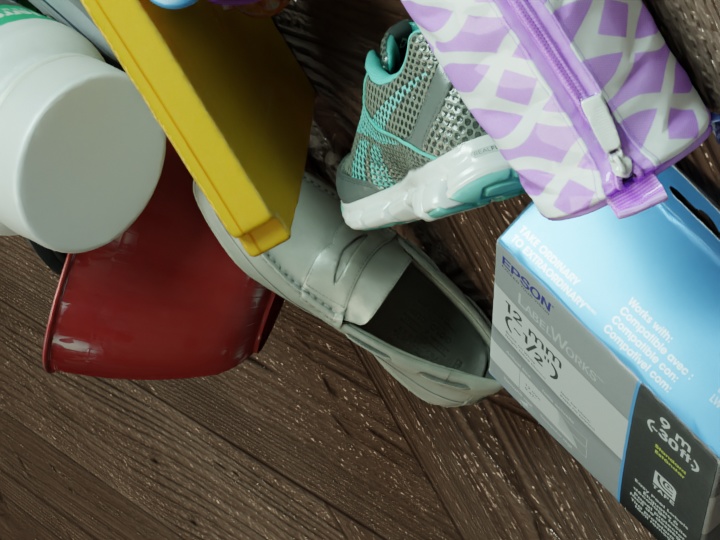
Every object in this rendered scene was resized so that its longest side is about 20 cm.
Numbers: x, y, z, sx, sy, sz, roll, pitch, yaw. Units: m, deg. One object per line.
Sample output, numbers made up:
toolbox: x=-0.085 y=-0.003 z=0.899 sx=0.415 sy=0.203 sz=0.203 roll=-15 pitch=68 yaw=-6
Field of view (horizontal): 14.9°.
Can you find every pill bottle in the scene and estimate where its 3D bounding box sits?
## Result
pill bottle: x=-0.197 y=-0.085 z=1.416 sx=0.200 sy=0.113 sz=0.113 roll=26 pitch=150 yaw=41

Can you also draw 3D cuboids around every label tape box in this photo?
label tape box: x=0.126 y=0.032 z=1.213 sx=0.143 sy=0.066 sz=0.200 roll=46 pitch=164 yaw=21

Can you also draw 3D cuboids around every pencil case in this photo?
pencil case: x=0.057 y=-0.109 z=1.063 sx=0.200 sy=0.084 sz=0.086 roll=55 pitch=-162 yaw=-13

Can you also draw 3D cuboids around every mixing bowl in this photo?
mixing bowl: x=-0.089 y=-0.017 z=1.526 sx=0.108 sy=0.200 sz=0.200 roll=22 pitch=160 yaw=2

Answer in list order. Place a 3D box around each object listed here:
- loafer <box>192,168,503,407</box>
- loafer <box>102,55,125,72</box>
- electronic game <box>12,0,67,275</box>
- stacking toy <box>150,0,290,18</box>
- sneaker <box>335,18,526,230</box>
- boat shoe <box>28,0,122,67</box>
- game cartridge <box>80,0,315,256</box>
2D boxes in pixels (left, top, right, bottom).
loafer: x=0.000 y=0.000 z=1.444 sx=0.200 sy=0.070 sz=0.070 roll=37 pitch=162 yaw=-20
loafer: x=-0.134 y=-0.158 z=1.508 sx=0.070 sy=0.068 sz=0.201 roll=50 pitch=162 yaw=35
electronic game: x=-0.170 y=-0.095 z=1.595 sx=0.200 sy=0.042 sz=0.201 roll=-6 pitch=-90 yaw=-74
stacking toy: x=-0.058 y=-0.162 z=1.279 sx=0.110 sy=0.116 sz=0.200 roll=54 pitch=178 yaw=15
sneaker: x=0.031 y=-0.071 z=1.275 sx=0.200 sy=0.077 sz=0.091 roll=170 pitch=84 yaw=-73
boat shoe: x=-0.164 y=-0.171 z=1.398 sx=0.065 sy=0.074 sz=0.200 roll=14 pitch=150 yaw=45
game cartridge: x=-0.082 y=-0.116 z=1.348 sx=0.177 sy=0.032 sz=0.200 roll=58 pitch=-164 yaw=-19
